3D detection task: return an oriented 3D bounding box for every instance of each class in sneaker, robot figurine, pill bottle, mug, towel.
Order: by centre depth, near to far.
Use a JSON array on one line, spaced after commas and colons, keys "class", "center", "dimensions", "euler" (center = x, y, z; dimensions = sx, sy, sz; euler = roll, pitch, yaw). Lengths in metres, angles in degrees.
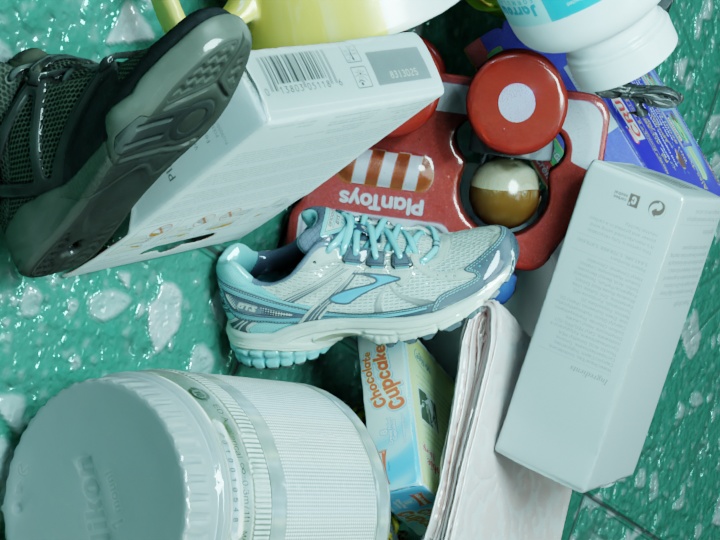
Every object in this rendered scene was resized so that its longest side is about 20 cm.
[{"class": "sneaker", "center": [-0.143, -0.094, 1.020], "dimensions": [0.076, 0.199, 0.115], "euler": [-17, 71, -50]}, {"class": "mug", "center": [-0.030, -0.216, 1.150], "dimensions": [0.187, 0.148, 0.154], "euler": [-48, 128, -55]}, {"class": "pill bottle", "center": [0.120, -0.210, 1.171], "dimensions": [0.111, 0.110, 0.201], "euler": [-47, 116, -35]}, {"class": "sneaker", "center": [0.000, 0.000, 1.216], "dimensions": [0.078, 0.199, 0.087], "euler": [-81, 152, -63]}, {"class": "towel", "center": [0.097, 0.141, 1.304], "dimensions": [0.200, 0.032, 0.192], "euler": [45, 56, -58]}, {"class": "robot figurine", "center": [0.083, 0.006, 1.380], "dimensions": [0.169, 0.113, 0.201], "euler": [-31, 128, -13]}]

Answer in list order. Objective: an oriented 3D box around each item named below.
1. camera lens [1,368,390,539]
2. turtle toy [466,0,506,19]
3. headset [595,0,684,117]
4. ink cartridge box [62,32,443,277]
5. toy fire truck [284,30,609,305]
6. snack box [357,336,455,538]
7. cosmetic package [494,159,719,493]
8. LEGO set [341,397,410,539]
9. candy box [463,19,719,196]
[{"class": "camera lens", "center": [-0.090, 0.142, 1.147], "dimensions": [0.199, 0.159, 0.161], "euler": [11, 91, -54]}, {"class": "turtle toy", "center": [0.079, -0.245, 1.305], "dimensions": [0.102, 0.145, 0.201], "euler": [-76, 150, -43]}, {"class": "headset", "center": [0.196, -0.193, 1.314], "dimensions": [0.124, 0.093, 0.201], "euler": [92, 18, -56]}, {"class": "ink cartridge box", "center": [-0.069, -0.068, 1.130], "dimensions": [0.162, 0.199, 0.050], "euler": [-15, 78, -49]}, {"class": "toy fire truck", "center": [0.058, -0.066, 1.272], "dimensions": [0.112, 0.198, 0.169], "euler": [-63, 161, -81]}, {"class": "snack box", "center": [0.052, 0.128, 1.330], "dimensions": [0.200, 0.037, 0.117], "euler": [50, 30, -58]}, {"class": "cosmetic package", "center": [0.162, 0.035, 1.255], "dimensions": [0.101, 0.074, 0.201], "euler": [0, 111, -64]}, {"class": "LEGO set", "center": [0.008, 0.194, 1.326], "dimensions": [0.153, 0.115, 0.202], "euler": [-30, 122, -45]}, {"class": "candy box", "center": [0.177, -0.103, 1.407], "dimensions": [0.170, 0.077, 0.200], "euler": [62, 21, 11]}]
